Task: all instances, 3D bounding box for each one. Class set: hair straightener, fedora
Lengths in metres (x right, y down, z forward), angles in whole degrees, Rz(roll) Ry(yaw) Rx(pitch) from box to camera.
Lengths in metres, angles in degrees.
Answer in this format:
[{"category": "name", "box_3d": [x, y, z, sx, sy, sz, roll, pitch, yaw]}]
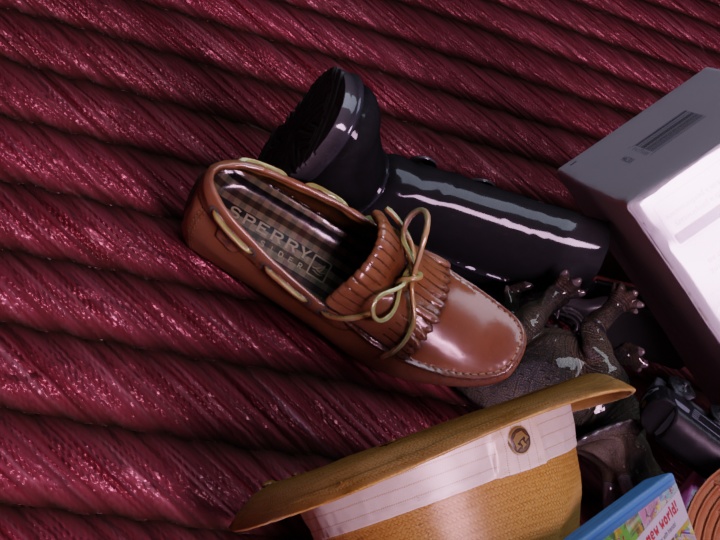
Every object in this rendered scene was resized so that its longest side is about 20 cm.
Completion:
[{"category": "hair straightener", "box_3d": [0.137, 0.027, 1.435, 0.199, 0.041, 0.077, 19, 28, -32]}, {"category": "fedora", "box_3d": [0.042, 0.110, 1.041, 0.200, 0.200, 0.082, -13, 83, -60]}]

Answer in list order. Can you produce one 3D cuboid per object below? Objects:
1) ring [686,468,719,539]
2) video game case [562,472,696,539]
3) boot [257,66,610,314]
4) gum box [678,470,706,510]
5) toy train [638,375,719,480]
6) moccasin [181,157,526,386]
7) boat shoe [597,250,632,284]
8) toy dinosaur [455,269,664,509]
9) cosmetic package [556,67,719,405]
[{"category": "ring", "box_3d": [0.250, 0.172, 1.156, 0.200, 0.019, 0.201, 17, 44, -17]}, {"category": "video game case", "box_3d": [0.144, 0.203, 1.026, 0.143, 0.018, 0.201, -20, 90, -62]}, {"category": "boot", "box_3d": [0.051, -0.039, 1.306, 0.199, 0.066, 0.165, 24, -14, -12]}, {"category": "gum box", "box_3d": [0.223, 0.196, 1.204, 0.200, 0.066, 0.114, 36, 22, 3]}, {"category": "toy train", "box_3d": [0.232, 0.125, 1.225, 0.200, 0.034, 0.046, 36, 24, 1]}, {"category": "moccasin", "box_3d": [0.001, -0.001, 1.241, 0.201, 0.074, 0.078, 34, -21, -4]}, {"category": "boat shoe", "box_3d": [0.238, 0.013, 1.554, 0.200, 0.072, 0.066, 22, 37, -19]}, {"category": "toy dinosaur", "box_3d": [0.098, 0.052, 1.291, 0.199, 0.077, 0.102, 29, 54, 19]}, {"category": "cosmetic package", "box_3d": [0.235, -0.001, 1.351, 0.200, 0.123, 0.199, 57, -1, -11]}]
